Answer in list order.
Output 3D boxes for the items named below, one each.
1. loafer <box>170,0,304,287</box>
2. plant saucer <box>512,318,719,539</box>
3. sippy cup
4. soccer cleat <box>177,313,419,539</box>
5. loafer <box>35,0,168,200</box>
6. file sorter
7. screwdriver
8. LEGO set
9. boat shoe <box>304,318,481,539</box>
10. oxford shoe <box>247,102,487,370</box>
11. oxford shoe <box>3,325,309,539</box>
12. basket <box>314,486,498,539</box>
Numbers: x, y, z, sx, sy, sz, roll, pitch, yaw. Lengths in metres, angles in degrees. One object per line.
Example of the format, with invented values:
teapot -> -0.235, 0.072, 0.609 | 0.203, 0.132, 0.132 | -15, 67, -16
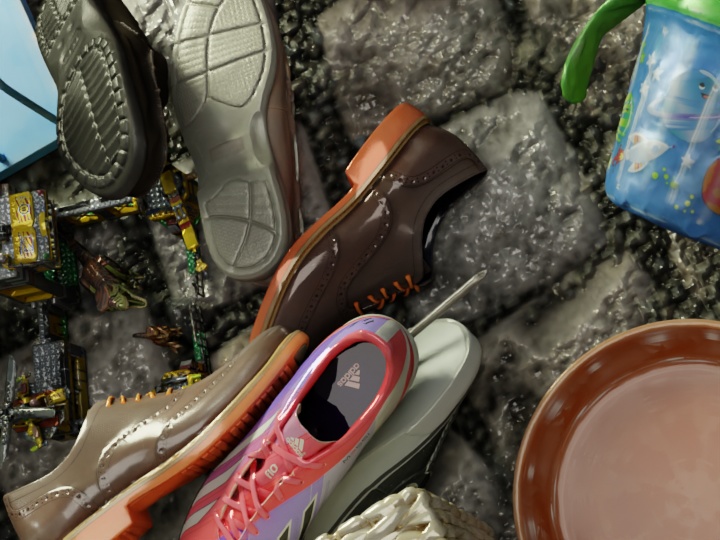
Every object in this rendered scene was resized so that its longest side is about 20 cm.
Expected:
loafer -> -0.071, -0.085, 1.196 | 0.071, 0.063, 0.201 | -13, 73, 19
plant saucer -> 0.186, 0.129, 1.095 | 0.199, 0.032, 0.202 | -3, 80, 15
sippy cup -> 0.203, -0.082, 1.086 | 0.139, 0.178, 0.131 | 20, 98, -25
soccer cleat -> -0.042, 0.108, 1.063 | 0.068, 0.073, 0.200 | 38, 92, 8
loafer -> -0.143, -0.114, 1.176 | 0.073, 0.071, 0.201 | -52, 37, 28
file sorter -> -0.309, -0.113, 1.231 | 0.199, 0.123, 0.139 | -29, 73, 9
screwdriver -> -0.001, 0.066, 1.112 | 0.200, 0.029, 0.028 | -37, 41, 9
LEGO set -> -0.162, 0.019, 1.166 | 0.153, 0.116, 0.201 | -2, 79, 15
boat shoe -> 0.005, 0.114, 1.133 | 0.200, 0.064, 0.071 | -47, 39, 8
oxford shoe -> 0.000, 0.000, 1.152 | 0.072, 0.071, 0.201 | 33, 90, 13
oxford shoe -> -0.116, 0.090, 1.101 | 0.200, 0.071, 0.073 | -41, 78, -8
basket -> 0.005, 0.236, 1.038 | 0.197, 0.200, 0.161 | -29, 71, 8
